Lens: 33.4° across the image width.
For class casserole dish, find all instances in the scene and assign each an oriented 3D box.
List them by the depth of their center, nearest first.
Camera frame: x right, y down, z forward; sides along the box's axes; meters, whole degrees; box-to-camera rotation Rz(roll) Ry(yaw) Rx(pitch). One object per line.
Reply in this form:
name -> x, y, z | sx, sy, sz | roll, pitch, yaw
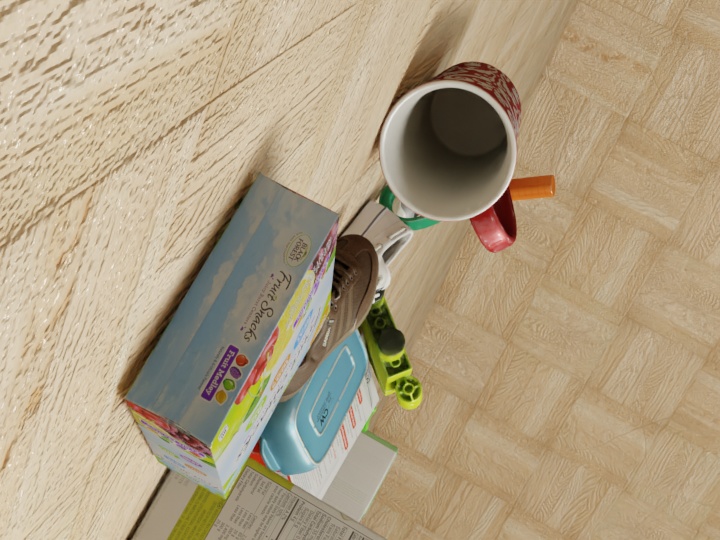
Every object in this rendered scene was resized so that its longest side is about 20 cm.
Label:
casserole dish -> -0.044, 0.122, 1.250 | 0.201, 0.038, 0.122 | -61, 144, -35

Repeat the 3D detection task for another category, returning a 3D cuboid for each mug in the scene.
mug -> 0.101, -0.122, 1.222 | 0.200, 0.131, 0.180 | -58, 150, -68

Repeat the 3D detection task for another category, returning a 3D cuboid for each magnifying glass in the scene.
magnifying glass -> 0.114, -0.083, 1.306 | 0.023, 0.197, 0.080 | 64, 31, -45

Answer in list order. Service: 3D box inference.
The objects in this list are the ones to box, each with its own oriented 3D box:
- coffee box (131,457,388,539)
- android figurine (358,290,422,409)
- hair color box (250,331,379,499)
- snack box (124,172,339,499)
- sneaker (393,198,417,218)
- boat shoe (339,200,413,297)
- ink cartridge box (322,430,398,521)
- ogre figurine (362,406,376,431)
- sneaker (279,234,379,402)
coffee box -> -0.099, 0.284, 1.021 | 0.202, 0.196, 0.200 | -60, 173, -16
android figurine -> 0.024, 0.073, 1.372 | 0.041, 0.184, 0.200 | -21, 164, -4
hair color box -> -0.053, 0.171, 1.349 | 0.201, 0.063, 0.112 | -55, 143, -41
snack box -> -0.081, 0.053, 0.817 | 0.170, 0.067, 0.200 | -61, 175, -18
sneaker -> 0.090, -0.108, 1.457 | 0.200, 0.077, 0.079 | -52, 170, -50
boat shoe -> 0.000, 0.000, 1.229 | 0.201, 0.065, 0.074 | -57, 172, -43
ink cartridge box -> -0.055, 0.291, 1.608 | 0.201, 0.144, 0.048 | -59, 174, -27
ogre figurine -> -0.040, 0.182, 1.519 | 0.200, 0.098, 0.120 | -38, 169, -47
sneaker -> -0.033, 0.030, 1.080 | 0.201, 0.070, 0.076 | -59, 171, -36
